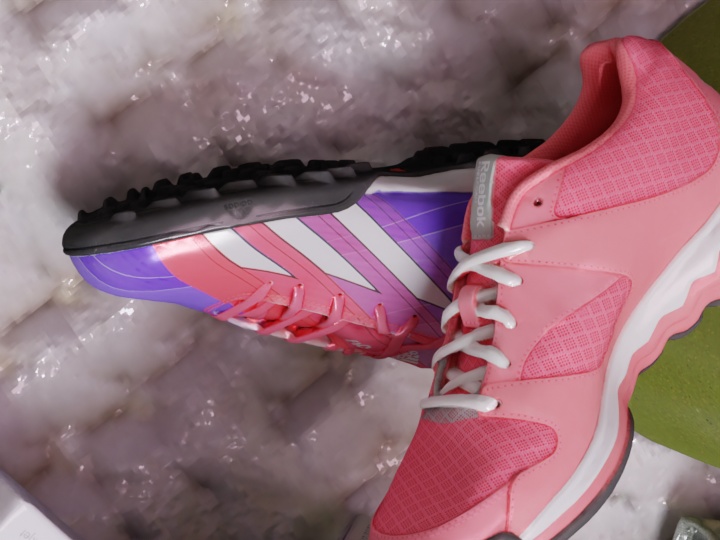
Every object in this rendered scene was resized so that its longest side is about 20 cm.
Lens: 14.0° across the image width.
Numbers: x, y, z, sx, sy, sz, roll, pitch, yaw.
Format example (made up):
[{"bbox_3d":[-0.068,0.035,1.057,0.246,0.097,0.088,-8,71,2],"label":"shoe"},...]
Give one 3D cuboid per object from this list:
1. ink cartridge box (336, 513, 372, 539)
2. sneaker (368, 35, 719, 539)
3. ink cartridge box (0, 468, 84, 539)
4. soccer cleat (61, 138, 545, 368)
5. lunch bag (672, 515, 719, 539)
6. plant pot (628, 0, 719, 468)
[{"bbox_3d":[-0.009,0.167,0.912,0.084,0.200,0.146,29,95,3],"label":"ink cartridge box"},{"bbox_3d":[0.051,0.010,0.901,0.087,0.074,0.200,47,64,-24],"label":"sneaker"},{"bbox_3d":[-0.149,0.163,0.910,0.200,0.068,0.116,-48,126,-6],"label":"ink cartridge box"},{"bbox_3d":[0.000,0.000,0.931,0.200,0.068,0.073,-7,97,-33],"label":"soccer cleat"},{"bbox_3d":[0.174,0.204,1.098,0.164,0.118,0.200,7,111,-33],"label":"lunch bag"},{"bbox_3d":[0.199,0.011,0.981,0.187,0.200,0.187,-12,114,-28],"label":"plant pot"}]
